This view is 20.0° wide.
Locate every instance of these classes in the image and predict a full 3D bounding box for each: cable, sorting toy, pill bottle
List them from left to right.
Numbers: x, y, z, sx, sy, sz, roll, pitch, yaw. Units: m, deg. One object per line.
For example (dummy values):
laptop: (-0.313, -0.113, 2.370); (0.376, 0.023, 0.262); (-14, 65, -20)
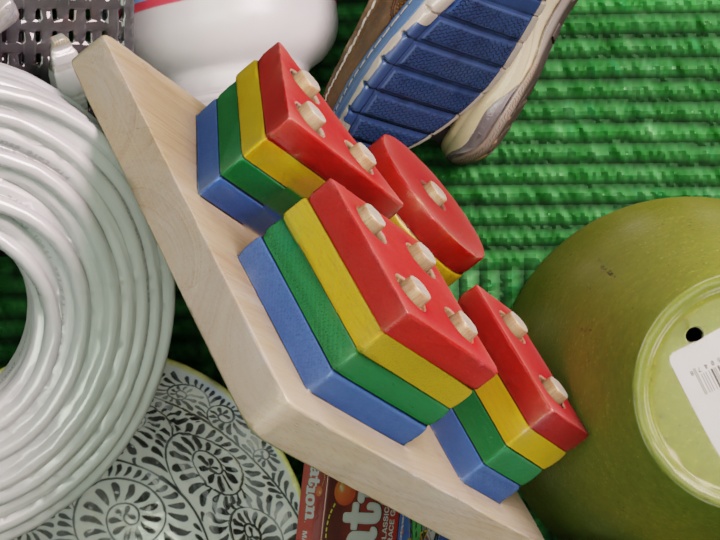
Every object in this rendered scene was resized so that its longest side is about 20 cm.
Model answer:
cable: (-0.167, 0.016, 0.804); (0.200, 0.069, 0.200); (-28, 111, -17)
pill bottle: (-0.069, -0.148, 0.937); (0.109, 0.109, 0.200); (-8, 86, 2)
sorting toy: (0.000, 0.000, 0.817); (0.070, 0.200, 0.199); (-39, 53, 13)

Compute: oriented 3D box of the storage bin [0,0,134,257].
storage bin: (-0.163, -0.112, 0.896); (0.094, 0.135, 0.200); (-2, 101, -24)

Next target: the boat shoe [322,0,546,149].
boat shoe: (0.044, -0.140, 0.896); (0.200, 0.072, 0.072); (-51, 54, 16)

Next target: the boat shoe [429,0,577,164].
boat shoe: (0.074, -0.148, 0.948); (0.073, 0.074, 0.200); (30, 87, 4)

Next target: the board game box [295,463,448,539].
board game box: (0.011, 0.141, 0.926); (0.019, 0.103, 0.200); (3, 85, 47)

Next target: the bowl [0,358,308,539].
bowl: (-0.129, 0.133, 0.917); (0.200, 0.094, 0.201); (0, 90, -20)

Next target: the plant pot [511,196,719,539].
plant pot: (0.151, 0.052, 0.868); (0.187, 0.200, 0.187); (0, 87, 3)
